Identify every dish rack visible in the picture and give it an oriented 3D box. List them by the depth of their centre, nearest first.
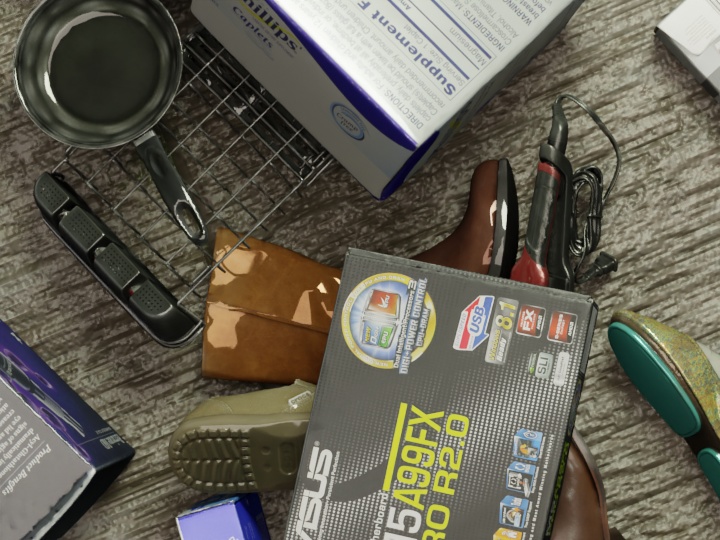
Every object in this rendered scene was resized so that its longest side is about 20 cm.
[{"bbox_3d":[-0.110,-0.067,1.469,0.200,0.055,0.153,-45,72,-1],"label":"dish rack"}]

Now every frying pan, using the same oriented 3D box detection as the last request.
[{"bbox_3d":[-0.142,-0.114,1.444,0.190,0.031,0.115,36,90,9],"label":"frying pan"}]

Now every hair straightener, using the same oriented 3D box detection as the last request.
[{"bbox_3d":[0.135,-0.017,1.469,0.077,0.041,0.201,2,96,-39],"label":"hair straightener"}]

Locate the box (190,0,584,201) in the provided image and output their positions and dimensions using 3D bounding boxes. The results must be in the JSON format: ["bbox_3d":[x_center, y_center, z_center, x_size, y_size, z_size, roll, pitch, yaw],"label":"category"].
[{"bbox_3d":[0.025,-0.183,1.411,0.184,0.105,0.200,45,67,3],"label":"box"}]

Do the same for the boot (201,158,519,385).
[{"bbox_3d":[0.000,0.000,1.483,0.200,0.068,0.189,13,99,12],"label":"boot"}]

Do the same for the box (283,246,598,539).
[{"bbox_3d":[0.050,0.099,1.365,0.160,0.044,0.200,12,85,12],"label":"box"}]

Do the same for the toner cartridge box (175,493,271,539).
[{"bbox_3d":[-0.069,0.249,1.462,0.043,0.095,0.200,-16,89,5],"label":"toner cartridge box"}]

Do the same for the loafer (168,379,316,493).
[{"bbox_3d":[-0.025,0.106,1.445,0.199,0.067,0.076,4,122,-3],"label":"loafer"}]

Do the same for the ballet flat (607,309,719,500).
[{"bbox_3d":[0.241,0.099,1.457,0.071,0.071,0.200,-35,87,4],"label":"ballet flat"}]

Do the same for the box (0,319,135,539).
[{"bbox_3d":[-0.262,0.095,1.450,0.200,0.148,0.104,43,93,2],"label":"box"}]

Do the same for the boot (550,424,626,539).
[{"bbox_3d":[0.064,0.180,1.403,0.200,0.064,0.187,-25,96,-3],"label":"boot"}]

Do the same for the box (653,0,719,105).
[{"bbox_3d":[0.319,-0.139,1.455,0.156,0.041,0.200,-43,86,4],"label":"box"}]
